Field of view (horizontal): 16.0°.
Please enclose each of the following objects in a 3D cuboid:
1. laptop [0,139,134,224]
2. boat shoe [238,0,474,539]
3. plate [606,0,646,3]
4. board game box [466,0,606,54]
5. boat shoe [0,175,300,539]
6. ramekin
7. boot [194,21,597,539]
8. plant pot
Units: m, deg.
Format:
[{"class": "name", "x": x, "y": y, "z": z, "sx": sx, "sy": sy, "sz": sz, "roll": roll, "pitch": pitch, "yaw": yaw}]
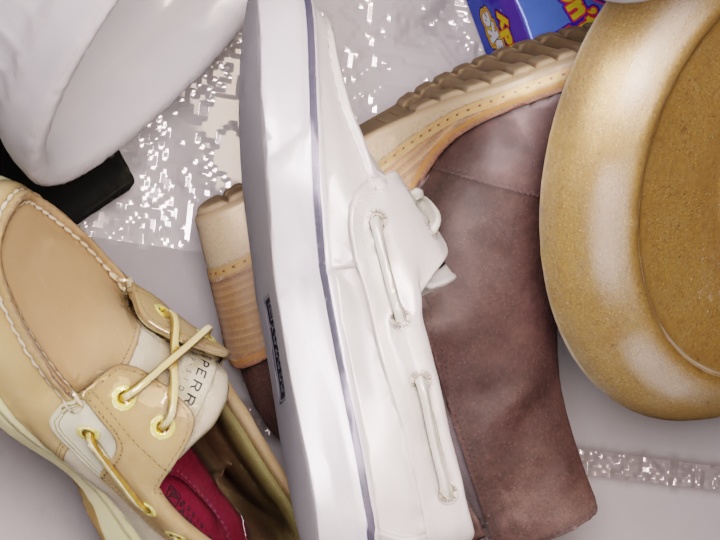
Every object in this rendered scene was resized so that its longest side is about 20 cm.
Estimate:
[{"class": "laptop", "x": -0.206, "y": -0.061, "z": 0.875, "sx": 0.188, "sy": 0.116, "sz": 0.200, "roll": 61, "pitch": 29, "yaw": -7}, {"class": "boat shoe", "x": 0.000, "y": 0.000, "z": 0.868, "sx": 0.065, "sy": 0.072, "sz": 0.201, "roll": -7, "pitch": 80, "yaw": -10}, {"class": "plate", "x": 0.120, "y": -0.161, "z": 0.907, "sx": 0.199, "sy": 0.200, "sz": 0.032, "roll": -19, "pitch": 132, "yaw": -19}, {"class": "board game box", "x": 0.113, "y": -0.111, "z": 0.997, "sx": 0.134, "sy": 0.045, "sz": 0.201, "roll": -21, "pitch": 92, "yaw": -19}, {"class": "boat shoe", "x": -0.073, "y": 0.042, "z": 0.866, "sx": 0.200, "sy": 0.066, "sz": 0.074, "roll": 57, "pitch": 42, "yaw": -40}, {"class": "ramekin", "x": -0.074, "y": -0.134, "z": 0.827, "sx": 0.098, "sy": 0.201, "sz": 0.201, "roll": 40, "pitch": 74, "yaw": 4}, {"class": "boot", "x": 0.053, "y": 0.013, "z": 0.940, "sx": 0.199, "sy": 0.072, "sz": 0.167, "roll": -26, "pitch": 101, "yaw": 4}, {"class": "plant pot", "x": 0.146, "y": -0.037, "z": 0.930, "sx": 0.199, "sy": 0.027, "sz": 0.201, "roll": -16, "pitch": 116, "yaw": -36}]
